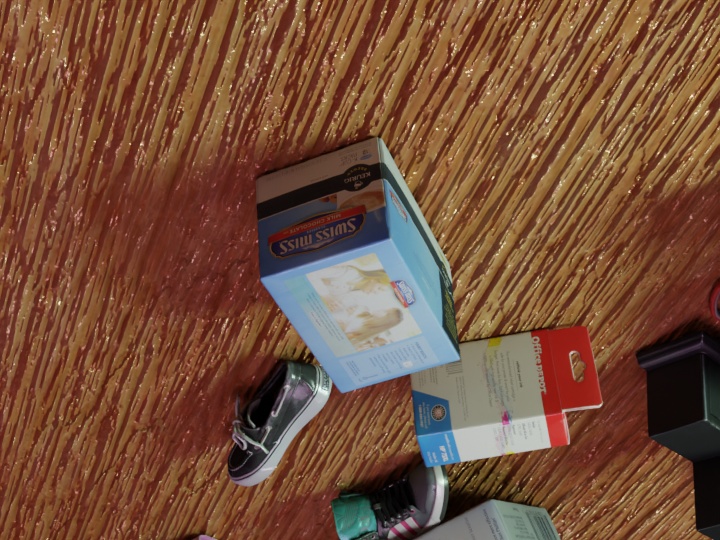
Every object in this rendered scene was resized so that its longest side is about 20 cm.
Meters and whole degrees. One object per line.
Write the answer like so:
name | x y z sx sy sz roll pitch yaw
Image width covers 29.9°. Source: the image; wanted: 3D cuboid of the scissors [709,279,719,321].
scissors | 0.416 0.070 1.498 0.073 0.014 0.200 -7 140 0

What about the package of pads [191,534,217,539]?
package of pads | -0.263 0.441 1.785 0.200 0.121 0.076 -30 128 27

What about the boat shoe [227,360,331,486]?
boat shoe | -0.110 0.172 1.520 0.068 0.074 0.199 17 135 -29

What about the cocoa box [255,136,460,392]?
cocoa box | 0.000 0.000 1.286 0.133 0.131 0.200 -17 138 14

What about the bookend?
bookend | 0.404 0.201 1.495 0.200 0.199 0.092 30 141 -32

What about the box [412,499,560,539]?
box | 0.138 0.381 1.702 0.200 0.105 0.184 -31 155 19

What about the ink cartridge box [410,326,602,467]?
ink cartridge box | 0.158 0.135 1.469 0.199 0.116 0.067 -10 138 7

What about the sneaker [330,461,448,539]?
sneaker | 0.027 0.295 1.675 0.120 0.084 0.200 1 141 -20
